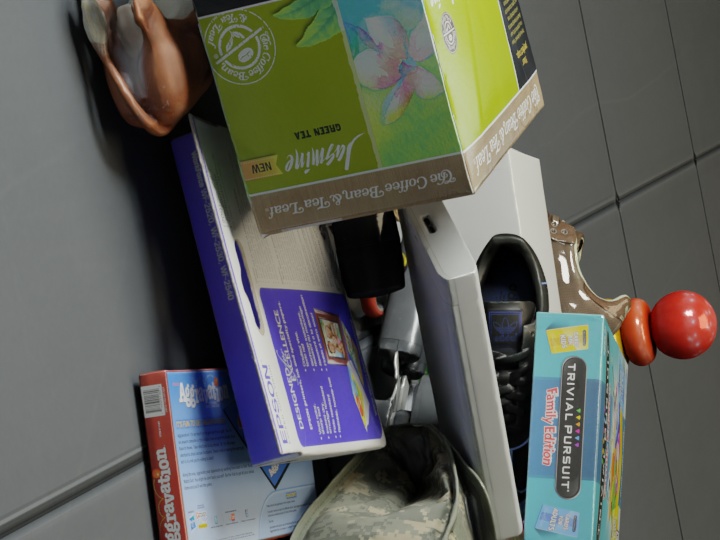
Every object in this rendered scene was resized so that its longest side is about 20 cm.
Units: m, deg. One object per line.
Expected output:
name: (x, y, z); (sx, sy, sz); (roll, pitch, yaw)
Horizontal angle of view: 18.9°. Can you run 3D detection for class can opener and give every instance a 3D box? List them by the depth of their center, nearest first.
can opener: (0.047, 0.056, 1.525); (0.053, 0.067, 0.201); (77, 24, -62)

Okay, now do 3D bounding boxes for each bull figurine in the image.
bull figurine: (-0.103, -0.155, 1.236); (0.200, 0.065, 0.122); (-70, 141, -58)

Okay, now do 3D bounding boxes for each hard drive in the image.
hard drive: (0.061, 0.054, 1.365); (0.132, 0.026, 0.201); (-114, -170, -57)

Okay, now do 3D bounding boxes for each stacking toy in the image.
stacking toy: (0.185, 0.057, 1.722); (0.085, 0.199, 0.086); (-9, 90, -72)

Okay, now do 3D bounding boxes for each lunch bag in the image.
lunch bag: (0.030, 0.207, 1.342); (0.200, 0.117, 0.165); (-62, 147, -62)

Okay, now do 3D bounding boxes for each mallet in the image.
mallet: (0.016, -0.002, 1.425); (0.200, 0.041, 0.066); (51, 29, -77)

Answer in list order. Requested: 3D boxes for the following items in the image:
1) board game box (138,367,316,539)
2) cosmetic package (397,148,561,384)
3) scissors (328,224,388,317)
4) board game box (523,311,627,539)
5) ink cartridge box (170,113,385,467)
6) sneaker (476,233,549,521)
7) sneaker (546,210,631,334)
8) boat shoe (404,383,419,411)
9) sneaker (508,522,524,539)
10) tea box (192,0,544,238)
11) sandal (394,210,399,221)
board game box: (-0.073, 0.108, 1.255); (0.200, 0.019, 0.103); (6, 77, -70)
cosmetic package: (0.089, 0.017, 1.620); (0.085, 0.107, 0.201); (6, 74, -69)
scissors: (0.000, 0.000, 1.460); (0.200, 0.014, 0.074); (-21, 110, -82)
board game box: (0.149, 0.121, 1.467); (0.200, 0.047, 0.152); (46, 47, -74)
ink cartridge box: (-0.055, 0.016, 1.269); (0.200, 0.043, 0.199); (12, 62, -73)
sneaker: (0.097, 0.072, 1.497); (0.078, 0.070, 0.201); (74, 16, -66)
sneaker: (0.133, -0.019, 1.699); (0.200, 0.075, 0.070); (55, -8, 19)
boat shoe: (0.063, 0.174, 1.530); (0.070, 0.066, 0.201); (46, 39, -58)
sneaker: (0.123, 0.211, 1.648); (0.081, 0.088, 0.201); (-72, 147, -55)
tea box: (0.004, -0.147, 1.229); (0.200, 0.133, 0.198); (-47, 123, -66)
sandal: (0.025, -0.083, 1.428); (0.212, 0.069, 0.078); (47, 54, -66)
